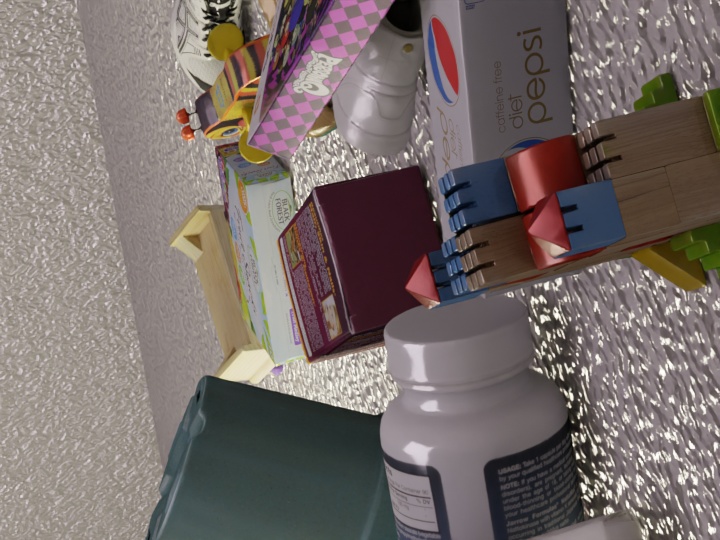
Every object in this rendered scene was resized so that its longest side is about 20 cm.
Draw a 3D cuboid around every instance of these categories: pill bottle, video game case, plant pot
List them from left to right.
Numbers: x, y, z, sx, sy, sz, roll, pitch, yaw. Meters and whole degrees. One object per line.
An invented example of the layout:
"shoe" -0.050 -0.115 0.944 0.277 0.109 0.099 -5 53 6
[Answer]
"plant pot" -0.055 0.182 1.322 0.200 0.194 0.202 -162 90 -81
"video game case" -0.010 -0.191 1.014 0.200 0.035 0.183 130 153 -58
"pill bottle" 0.075 0.124 1.054 0.120 0.118 0.202 -144 42 -70

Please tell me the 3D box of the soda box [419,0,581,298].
"soda box" 0.077 -0.092 0.947 0.068 0.063 0.202 -128 28 -60

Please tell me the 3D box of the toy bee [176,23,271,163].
"toy bee" -0.115 -0.150 1.588 0.201 0.108 0.132 93 156 -52

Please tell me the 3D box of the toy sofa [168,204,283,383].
"toy sofa" -0.140 0.025 1.966 0.083 0.097 0.202 -45 56 46

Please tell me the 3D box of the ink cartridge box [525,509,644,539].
"ink cartridge box" 0.077 0.235 0.957 0.084 0.198 0.147 14 -125 -70

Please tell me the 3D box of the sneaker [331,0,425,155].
"sneaker" 0.005 -0.187 1.165 0.201 0.073 0.116 -112 29 -42

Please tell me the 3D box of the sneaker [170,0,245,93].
"sneaker" -0.151 -0.261 1.691 0.088 0.075 0.202 -132 31 -64

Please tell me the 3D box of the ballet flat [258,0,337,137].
"ballet flat" -0.043 -0.209 1.367 0.063 0.068 0.202 -6 101 48

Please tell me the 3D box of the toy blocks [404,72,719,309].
"toy blocks" 0.095 -0.029 0.776 0.200 0.135 0.101 146 110 -75

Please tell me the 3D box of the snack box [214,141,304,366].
"snack box" -0.099 -0.021 1.771 0.142 0.052 0.202 -135 33 -63

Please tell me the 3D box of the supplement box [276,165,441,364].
"supplement box" 0.000 0.000 1.310 0.200 0.085 0.112 139 116 -75
